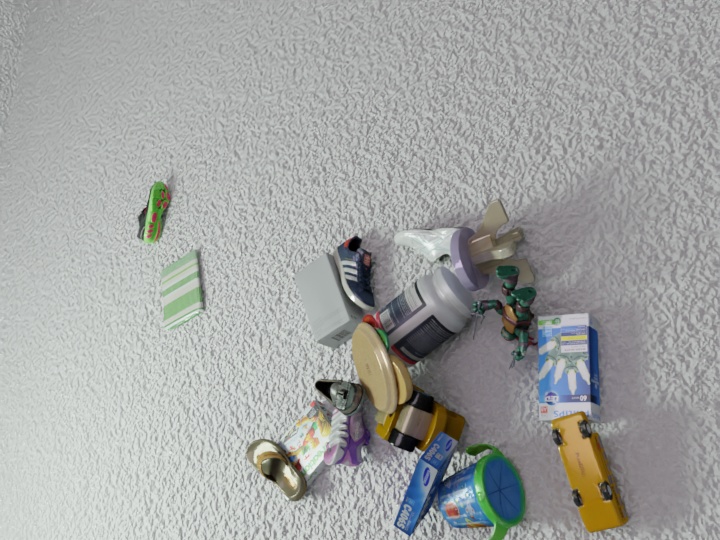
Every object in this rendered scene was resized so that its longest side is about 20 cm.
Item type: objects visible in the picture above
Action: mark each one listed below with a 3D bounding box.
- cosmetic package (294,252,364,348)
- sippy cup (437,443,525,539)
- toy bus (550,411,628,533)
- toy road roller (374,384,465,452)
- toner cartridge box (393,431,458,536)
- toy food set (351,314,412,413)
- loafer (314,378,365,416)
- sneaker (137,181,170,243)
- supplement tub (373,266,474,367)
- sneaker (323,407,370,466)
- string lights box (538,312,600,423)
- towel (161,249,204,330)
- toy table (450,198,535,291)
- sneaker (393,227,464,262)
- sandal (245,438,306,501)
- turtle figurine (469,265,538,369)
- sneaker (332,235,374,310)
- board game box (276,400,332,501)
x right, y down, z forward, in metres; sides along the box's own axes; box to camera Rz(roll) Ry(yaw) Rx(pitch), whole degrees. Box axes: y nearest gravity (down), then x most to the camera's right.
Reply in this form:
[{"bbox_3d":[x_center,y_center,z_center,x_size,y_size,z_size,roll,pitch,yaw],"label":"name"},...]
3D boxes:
[{"bbox_3d":[-0.074,0.072,1.798,0.113,0.081,0.201,-33,56,22],"label":"cosmetic package"},{"bbox_3d":[0.223,0.430,1.426,0.130,0.178,0.140,-29,95,37],"label":"sippy cup"},{"bbox_3d":[0.404,0.354,1.323,0.065,0.078,0.201,-25,71,29],"label":"toy bus"},{"bbox_3d":[0.126,0.314,1.557,0.123,0.145,0.200,-68,14,-4],"label":"toy road roller"},{"bbox_3d":[0.126,0.416,1.454,0.043,0.095,0.201,28,126,19],"label":"toner cartridge box"},{"bbox_3d":[0.037,0.193,1.526,0.048,0.200,0.199,-16,68,-19],"label":"toy food set"},{"bbox_3d":[-0.049,0.269,1.619,0.072,0.063,0.200,-70,17,-10],"label":"loafer"},{"bbox_3d":[-0.651,-0.184,2.315,0.083,0.077,0.201,5,75,33],"label":"sneaker"},{"bbox_3d":[0.134,0.099,1.596,0.200,0.140,0.141,-39,55,18],"label":"supplement tub"},{"bbox_3d":[-0.017,0.349,1.662,0.080,0.088,0.201,-46,24,49],"label":"sneaker"},{"bbox_3d":[0.397,0.188,1.424,0.102,0.059,0.201,-8,69,32],"label":"string lights box"},{"bbox_3d":[-0.517,0.059,2.165,0.152,0.023,0.201,-28,58,25],"label":"towel"},{"bbox_3d":[0.268,-0.040,1.528,0.117,0.184,0.200,-23,19,24],"label":"toy table"},{"bbox_3d":[0.155,-0.057,1.685,0.200,0.070,0.081,2,95,43],"label":"sneaker"},{"bbox_3d":[-0.201,0.454,1.722,0.200,0.054,0.081,34,96,39],"label":"sandal"},{"bbox_3d":[0.293,0.092,1.479,0.100,0.201,0.150,-29,51,-29],"label":"turtle figurine"},{"bbox_3d":[0.000,0.000,1.772,0.084,0.075,0.201,-41,54,23],"label":"sneaker"},{"bbox_3d":[-0.130,0.419,1.740,0.200,0.035,0.126,-51,53,10],"label":"board game box"}]
